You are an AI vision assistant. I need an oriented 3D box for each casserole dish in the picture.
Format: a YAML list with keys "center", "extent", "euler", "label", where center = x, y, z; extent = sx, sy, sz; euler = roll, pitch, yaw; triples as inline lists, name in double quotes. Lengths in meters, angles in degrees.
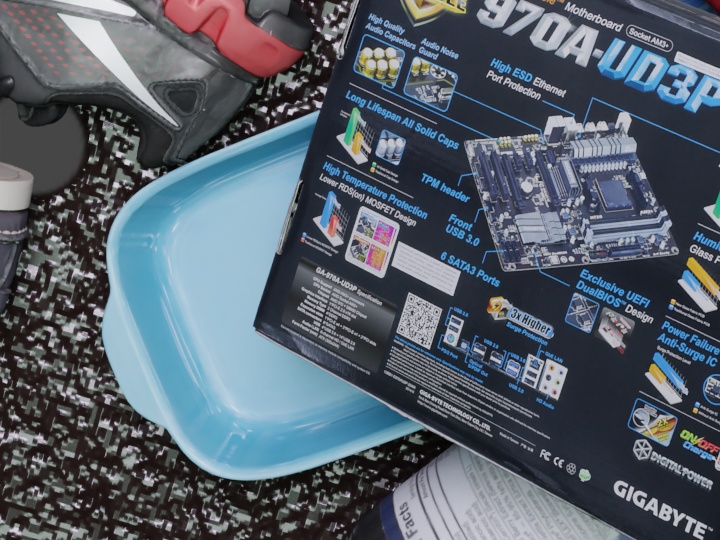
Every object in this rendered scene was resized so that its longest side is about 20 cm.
- center: [0.000, 0.000, 0.847]
  extent: [0.199, 0.039, 0.122]
  euler: [-21, 95, 15]
  label: "casserole dish"

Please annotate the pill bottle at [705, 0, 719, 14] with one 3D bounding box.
- center: [0.175, -0.113, 0.778]
  extent: [0.200, 0.112, 0.112]
  euler: [41, 103, -22]
  label: "pill bottle"

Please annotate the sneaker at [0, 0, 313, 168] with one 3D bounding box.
- center: [-0.119, -0.109, 0.820]
  extent: [0.200, 0.071, 0.098]
  euler: [34, 103, -6]
  label: "sneaker"

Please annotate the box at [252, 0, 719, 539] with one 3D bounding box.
- center: [0.070, -0.014, 0.748]
  extent: [0.199, 0.046, 0.160]
  euler: [26, 106, 32]
  label: "box"

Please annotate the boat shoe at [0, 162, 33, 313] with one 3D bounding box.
- center: [-0.223, -0.018, 0.848]
  extent: [0.198, 0.073, 0.063]
  euler: [7, 101, -4]
  label: "boat shoe"

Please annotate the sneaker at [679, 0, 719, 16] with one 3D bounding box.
- center: [0.108, -0.068, 0.811]
  extent: [0.078, 0.090, 0.200]
  euler: [-42, 98, 11]
  label: "sneaker"

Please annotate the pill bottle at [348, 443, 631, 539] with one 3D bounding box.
- center: [0.066, 0.109, 0.847]
  extent: [0.200, 0.112, 0.112]
  euler: [-39, 100, 11]
  label: "pill bottle"
